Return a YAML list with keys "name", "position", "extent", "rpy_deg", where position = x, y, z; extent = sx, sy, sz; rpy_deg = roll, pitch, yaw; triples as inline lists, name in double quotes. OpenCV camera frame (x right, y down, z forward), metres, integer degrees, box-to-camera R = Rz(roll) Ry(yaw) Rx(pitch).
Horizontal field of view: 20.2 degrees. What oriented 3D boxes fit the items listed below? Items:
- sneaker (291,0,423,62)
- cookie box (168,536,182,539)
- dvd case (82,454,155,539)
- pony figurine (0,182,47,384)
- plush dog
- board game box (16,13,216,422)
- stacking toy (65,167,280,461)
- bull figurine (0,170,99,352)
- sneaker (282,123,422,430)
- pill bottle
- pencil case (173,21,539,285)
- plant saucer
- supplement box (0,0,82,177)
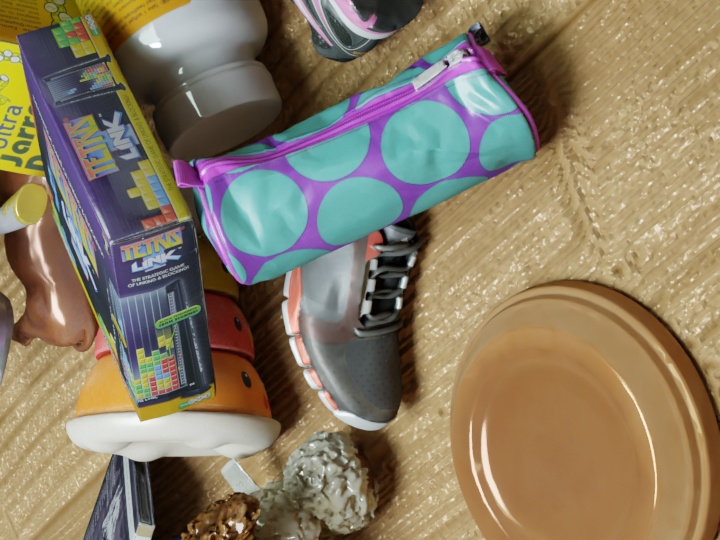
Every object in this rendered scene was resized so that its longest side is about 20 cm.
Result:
- name: "sneaker"
  position: [-0.040, -0.217, 1.256]
  extent: [0.086, 0.080, 0.201]
  rpy_deg: [-44, 62, 53]
- name: "cookie box"
  position: [-0.096, 0.314, 1.431]
  extent: [0.200, 0.075, 0.172]
  rpy_deg: [46, 129, 28]
- name: "dvd case"
  position: [-0.188, 0.222, 1.481]
  extent: [0.149, 0.016, 0.201]
  rpy_deg: [-107, 33, -60]
- name: "pony figurine"
  position: [-0.300, 0.006, 1.433]
  extent: [0.200, 0.166, 0.194]
  rpy_deg: [15, 85, 64]
- name: "plush dog"
  position: [-0.077, 0.211, 1.294]
  extent: [0.159, 0.172, 0.202]
  rpy_deg: [0, 99, 21]
- name: "board game box"
  position: [-0.153, -0.034, 1.266]
  extent: [0.166, 0.056, 0.200]
  rpy_deg: [86, 161, -47]
- name: "stacking toy"
  position: [-0.127, 0.026, 1.381]
  extent: [0.146, 0.146, 0.202]
  rpy_deg: [-11, 76, 46]
- name: "bull figurine"
  position: [-0.242, -0.036, 1.510]
  extent: [0.121, 0.065, 0.202]
  rpy_deg: [-5, 93, 50]
- name: "sneaker"
  position: [0.000, 0.000, 1.266]
  extent: [0.082, 0.077, 0.201]
  rpy_deg: [-13, 90, 40]
- name: "pill bottle"
  position: [-0.128, -0.179, 1.326]
  extent: [0.111, 0.111, 0.201]
  rpy_deg: [-38, 72, 43]
- name: "pencil case"
  position: [-0.001, -0.066, 1.173]
  extent: [0.093, 0.199, 0.085]
  rpy_deg: [62, -176, -46]
- name: "plant saucer"
  position: [0.123, 0.108, 1.190]
  extent: [0.199, 0.037, 0.202]
  rpy_deg: [13, 108, 43]
- name: "supplement box"
  position: [-0.257, -0.176, 1.411]
  extent: [0.109, 0.109, 0.201]
  rpy_deg: [-60, 34, 36]
